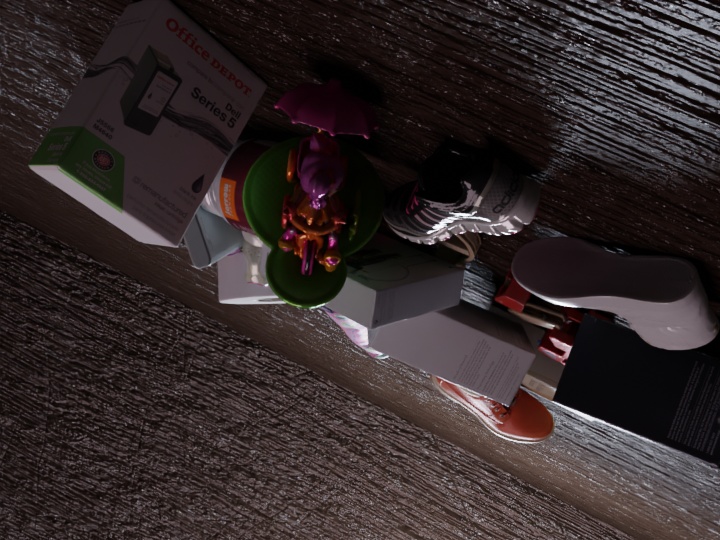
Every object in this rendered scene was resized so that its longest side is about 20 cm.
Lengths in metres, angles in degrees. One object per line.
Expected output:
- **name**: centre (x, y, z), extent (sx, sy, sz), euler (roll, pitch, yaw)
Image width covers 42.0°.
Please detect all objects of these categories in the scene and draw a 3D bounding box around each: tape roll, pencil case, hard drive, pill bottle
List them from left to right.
- **hard drive**: centre (-0.201, -0.082, 1.230), extent (0.200, 0.026, 0.133), euler (-61, -46, -80)
- **pill bottle**: centre (-0.098, -0.092, 1.104), extent (0.199, 0.115, 0.114), euler (19, 164, 35)
- **tape roll**: centre (-0.122, 0.011, 1.451), extent (0.201, 0.071, 0.202), euler (-3, 176, 0)
- **pencil case**: centre (0.007, 0.064, 1.394), extent (0.087, 0.088, 0.200), euler (22, 165, 28)

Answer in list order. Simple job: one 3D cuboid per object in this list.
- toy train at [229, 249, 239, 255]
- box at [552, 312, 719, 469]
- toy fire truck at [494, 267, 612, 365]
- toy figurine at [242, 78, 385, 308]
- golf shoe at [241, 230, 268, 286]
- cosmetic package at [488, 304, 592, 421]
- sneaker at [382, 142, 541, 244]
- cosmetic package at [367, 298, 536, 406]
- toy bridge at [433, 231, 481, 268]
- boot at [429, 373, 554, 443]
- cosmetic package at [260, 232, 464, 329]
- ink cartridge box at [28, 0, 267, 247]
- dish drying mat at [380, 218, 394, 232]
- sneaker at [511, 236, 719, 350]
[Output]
- **toy train**: centre (-0.237, -0.095, 1.374), extent (0.200, 0.055, 0.151), euler (51, -166, -48)
- **box**: centre (0.337, 0.139, 1.019), extent (0.182, 0.105, 0.200), euler (21, 177, 35)
- **toy fire truck**: centre (0.231, 0.061, 1.148), extent (0.141, 0.049, 0.200), euler (27, 168, 8)
- **toy figurine**: centre (-0.043, -0.090, 0.892), extent (0.149, 0.201, 0.184), euler (7, 155, -2)
- **golf shoe**: centre (-0.105, -0.036, 1.254), extent (0.075, 0.092, 0.200), euler (13, -165, 19)
- **cosmetic package**: centre (0.256, 0.131, 1.317), extent (0.199, 0.071, 0.105), euler (26, 168, 13)
- **sneaker**: centre (0.077, -0.077, 0.891), extent (0.087, 0.074, 0.200), euler (37, 161, -29)
- **cosmetic package**: centre (0.113, 0.083, 1.205), extent (0.199, 0.085, 0.108), euler (22, -163, -7)
- **toy bridge**: centre (0.104, -0.040, 1.075), extent (0.067, 0.027, 0.200), euler (23, 167, 22)
- **boot**: centre (0.196, 0.184, 1.331), extent (0.199, 0.075, 0.107), euler (29, 166, -3)
- **cosmetic package**: centre (0.000, 0.000, 1.121), extent (0.150, 0.052, 0.200), euler (-10, -154, -44)
- **ink cartridge box**: centre (-0.207, -0.146, 0.933), extent (0.145, 0.201, 0.084), euler (37, 162, -35)
- **dish drying mat**: centre (-0.035, -0.093, 1.186), extent (0.199, 0.018, 0.077), euler (21, 166, 30)
- **sneaker**: centre (0.251, 0.030, 0.930), extent (0.199, 0.074, 0.116), euler (14, 158, 44)
